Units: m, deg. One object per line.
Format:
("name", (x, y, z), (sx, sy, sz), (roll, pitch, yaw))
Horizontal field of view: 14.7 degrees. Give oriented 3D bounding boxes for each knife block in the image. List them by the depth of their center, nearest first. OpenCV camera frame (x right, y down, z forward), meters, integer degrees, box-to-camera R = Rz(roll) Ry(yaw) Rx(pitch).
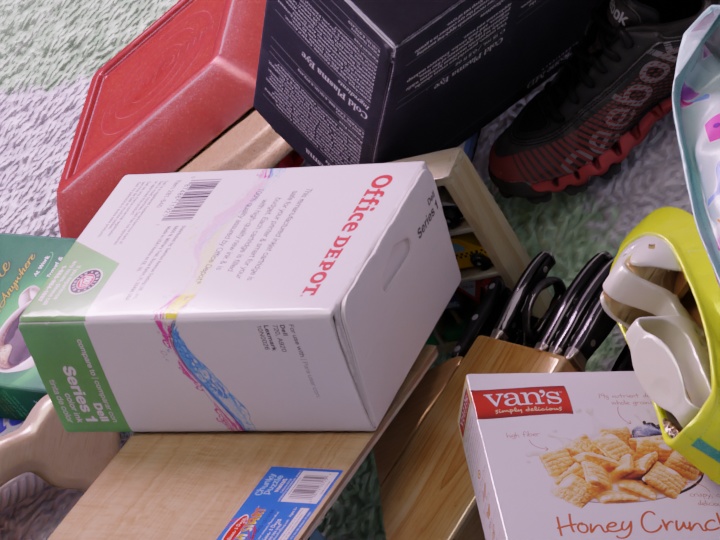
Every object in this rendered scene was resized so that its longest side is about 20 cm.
("knife block", (0.095, 0.085, 1.501), (0.175, 0.064, 0.200), (-28, 38, 16))

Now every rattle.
("rattle", (-0.181, 0.128, 1.676), (0.143, 0.130, 0.201), (113, 180, -77))

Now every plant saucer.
("plant saucer", (-0.128, -0.126, 1.869), (0.199, 0.037, 0.200), (-37, 23, 26))

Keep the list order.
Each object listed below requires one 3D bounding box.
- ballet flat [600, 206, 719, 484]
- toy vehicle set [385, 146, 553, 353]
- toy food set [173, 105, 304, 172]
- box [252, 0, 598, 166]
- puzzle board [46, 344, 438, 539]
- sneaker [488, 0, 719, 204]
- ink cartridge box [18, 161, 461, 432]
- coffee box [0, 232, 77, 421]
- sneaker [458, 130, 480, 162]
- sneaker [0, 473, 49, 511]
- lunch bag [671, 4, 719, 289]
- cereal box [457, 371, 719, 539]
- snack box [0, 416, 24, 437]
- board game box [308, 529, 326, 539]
("ballet flat", (0.158, 0.028, 1.420), (0.067, 0.067, 0.200), (-54, 33, 28))
("toy vehicle set", (0.000, 0.000, 1.619), (0.199, 0.124, 0.027), (-12, 37, 33))
("toy food set", (-0.047, -0.113, 1.806), (0.200, 0.049, 0.198), (-56, 22, -19))
("box", (0.047, -0.161, 1.602), (0.200, 0.182, 0.104), (-37, 70, -23))
("puzzle board", (-0.062, 0.101, 1.490), (0.150, 0.017, 0.200), (0, 34, 30))
("sneaker", (0.150, -0.119, 1.635), (0.200, 0.098, 0.071), (-33, 39, 12))
("ink cartridge box", (-0.063, 0.015, 1.532), (0.199, 0.084, 0.145), (-2, 35, 27))
("coffee box", (-0.185, 0.038, 1.767), (0.199, 0.044, 0.123), (3, 54, 41))
("sneaker", (0.035, -0.095, 1.707), (0.082, 0.074, 0.201), (15, 52, 3))
("sneaker", (-0.270, 0.124, 1.746), (0.199, 0.074, 0.082), (-26, 82, 18))
("lunch bag", (0.236, -0.027, 1.403), (0.122, 0.170, 0.200), (-31, 40, 13))
("cereal box", (0.134, 0.127, 1.383), (0.143, 0.040, 0.200), (-1, 40, -10))
("snack box", (-0.226, 0.092, 1.805), (0.199, 0.024, 0.072), (-27, 40, 17))
("board game box", (-0.115, 0.204, 1.528), (0.103, 0.105, 0.200), (17, 64, 48))
